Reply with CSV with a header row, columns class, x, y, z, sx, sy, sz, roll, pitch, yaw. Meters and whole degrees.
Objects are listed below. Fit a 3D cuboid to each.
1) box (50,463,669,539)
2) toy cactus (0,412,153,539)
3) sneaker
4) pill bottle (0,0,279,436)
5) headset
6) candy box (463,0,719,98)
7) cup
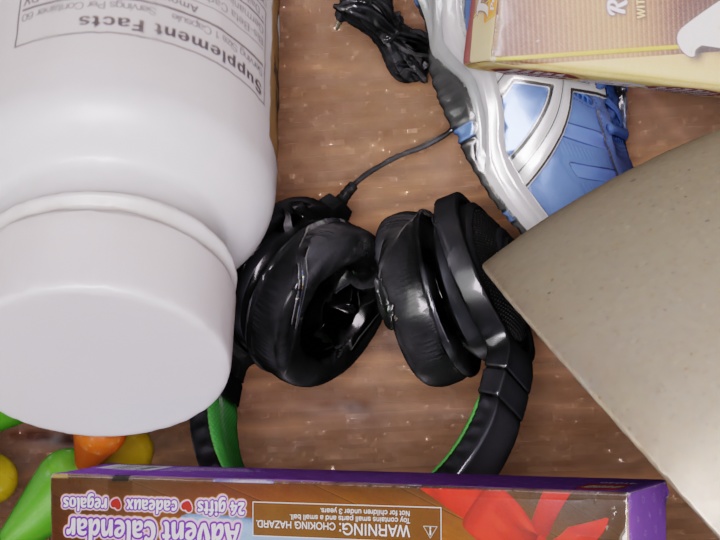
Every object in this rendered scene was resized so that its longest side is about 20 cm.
class,x,y,z,sx,sy,sz,roll,pitch,yaw
box,-0.004,0.131,0.635,0.199,0.039,0.138,-2,90,27
toy cactus,-0.158,0.101,0.710,0.164,0.102,0.201,12,59,-11
sneaker,0.064,-0.088,0.738,0.077,0.076,0.201,-24,89,19
pill bottle,-0.085,-0.051,0.713,0.113,0.115,0.201,-11,53,15
headset,0.000,0.000,0.736,0.123,0.094,0.201,0,64,26
candy box,0.140,-0.114,0.693,0.198,0.055,0.116,6,93,-9
cup,0.156,0.025,0.646,0.143,0.200,0.200,-42,83,4
